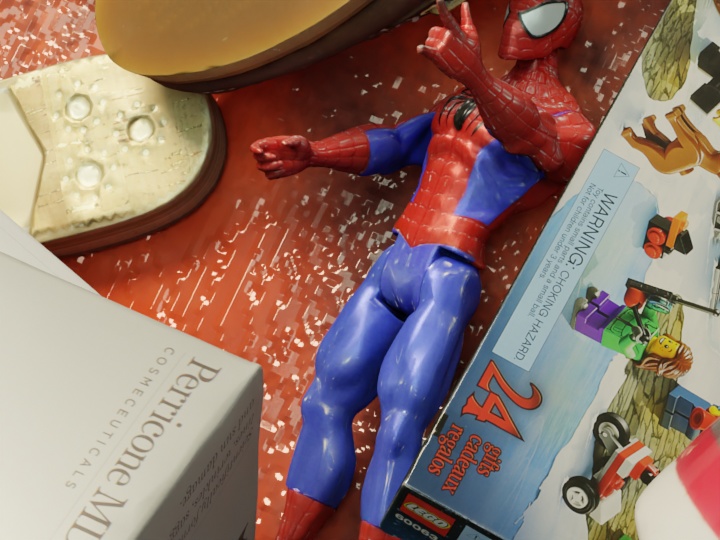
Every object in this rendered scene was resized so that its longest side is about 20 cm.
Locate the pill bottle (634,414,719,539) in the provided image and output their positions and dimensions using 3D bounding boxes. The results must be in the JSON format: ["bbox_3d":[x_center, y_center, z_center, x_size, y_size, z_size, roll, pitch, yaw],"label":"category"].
[{"bbox_3d":[0.164,0.023,0.597,0.200,0.111,0.111,-44,72,9],"label":"pill bottle"}]

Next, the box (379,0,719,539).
[{"bbox_3d":[0.111,0.012,0.719,0.137,0.038,0.200,28,66,3],"label":"box"}]

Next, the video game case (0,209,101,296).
[{"bbox_3d":[-0.178,0.023,0.782,0.200,0.023,0.182,40,118,14],"label":"video game case"}]

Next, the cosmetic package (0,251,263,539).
[{"bbox_3d":[-0.134,0.044,0.676,0.200,0.081,0.113,20,51,15],"label":"cosmetic package"}]

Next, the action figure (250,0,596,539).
[{"bbox_3d":[0.000,0.000,0.760,0.065,0.099,0.200,18,78,45],"label":"action figure"}]

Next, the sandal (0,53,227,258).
[{"bbox_3d":[-0.146,-0.018,0.811,0.212,0.070,0.078,-20,74,7],"label":"sandal"}]

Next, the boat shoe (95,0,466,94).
[{"bbox_3d":[0.021,-0.103,0.777,0.200,0.070,0.070,-28,64,23],"label":"boat shoe"}]
